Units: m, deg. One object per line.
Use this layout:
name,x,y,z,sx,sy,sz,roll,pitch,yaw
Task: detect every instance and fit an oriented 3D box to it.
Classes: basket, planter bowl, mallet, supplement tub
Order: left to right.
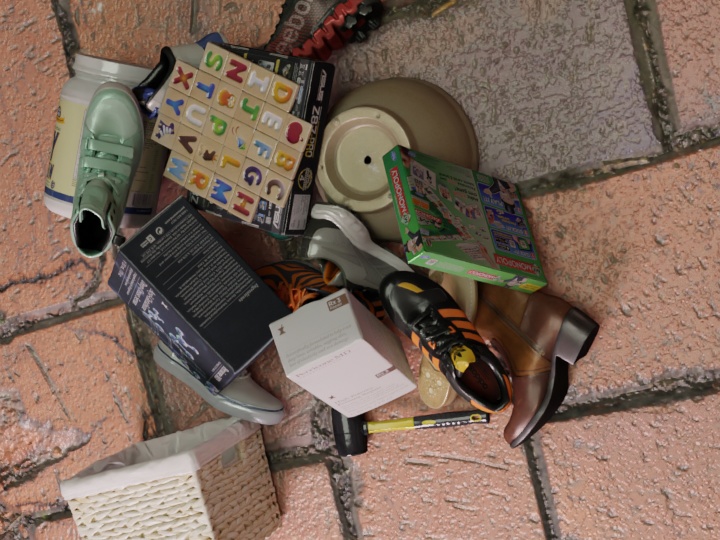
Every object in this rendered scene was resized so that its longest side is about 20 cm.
supplement tub,-0.317,-0.165,1.588,0.145,0.145,0.201,15,99,19
basket,-0.226,0.291,1.564,0.199,0.198,0.161,-18,92,21
planter bowl,0.026,-0.130,1.464,0.199,0.135,0.201,2,94,20
mallet,0.060,0.197,1.531,0.199,0.041,0.066,0,94,17

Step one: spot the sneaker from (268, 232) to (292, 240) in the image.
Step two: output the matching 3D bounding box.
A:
sneaker,-0.123,-0.132,1.551,0.077,0.080,0.201,-17,89,22

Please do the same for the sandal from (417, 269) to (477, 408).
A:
sandal,0.083,0.070,1.461,0.078,0.069,0.212,26,120,43

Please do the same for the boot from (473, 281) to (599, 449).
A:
boot,0.155,0.087,1.470,0.200,0.068,0.189,32,117,22

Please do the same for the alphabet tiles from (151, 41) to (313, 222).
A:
alphabet tiles,-0.149,-0.158,1.421,0.200,0.006,0.167,28,106,24

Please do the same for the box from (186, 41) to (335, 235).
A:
box,-0.119,-0.154,1.445,0.161,0.049,0.201,16,101,33

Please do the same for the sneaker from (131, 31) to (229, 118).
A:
sneaker,-0.220,-0.188,1.522,0.081,0.115,0.200,32,125,58

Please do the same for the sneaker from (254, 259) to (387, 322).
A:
sneaker,-0.071,0.032,1.525,0.199,0.112,0.078,6,96,21

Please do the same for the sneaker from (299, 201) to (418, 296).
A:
sneaker,0.000,0.000,1.468,0.074,0.200,0.080,10,67,51

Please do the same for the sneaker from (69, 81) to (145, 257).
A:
sneaker,-0.294,-0.113,1.455,0.073,0.118,0.201,7,108,-9

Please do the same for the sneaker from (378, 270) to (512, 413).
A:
sneaker,0.101,0.078,1.390,0.070,0.090,0.200,-42,95,0

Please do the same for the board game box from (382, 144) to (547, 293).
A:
board game box,0.117,-0.054,1.381,0.029,0.200,0.135,-34,56,37

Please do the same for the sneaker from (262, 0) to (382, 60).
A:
sneaker,-0.073,-0.285,1.512,0.200,0.071,0.098,-39,71,1

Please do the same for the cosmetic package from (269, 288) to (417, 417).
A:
cosmetic package,-0.016,0.100,1.445,0.101,0.200,0.074,-26,64,11

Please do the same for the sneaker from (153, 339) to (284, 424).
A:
sneaker,-0.178,0.126,1.595,0.200,0.073,0.071,29,108,17

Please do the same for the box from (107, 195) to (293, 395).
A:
box,-0.195,0.034,1.504,0.200,0.148,0.107,46,67,1
